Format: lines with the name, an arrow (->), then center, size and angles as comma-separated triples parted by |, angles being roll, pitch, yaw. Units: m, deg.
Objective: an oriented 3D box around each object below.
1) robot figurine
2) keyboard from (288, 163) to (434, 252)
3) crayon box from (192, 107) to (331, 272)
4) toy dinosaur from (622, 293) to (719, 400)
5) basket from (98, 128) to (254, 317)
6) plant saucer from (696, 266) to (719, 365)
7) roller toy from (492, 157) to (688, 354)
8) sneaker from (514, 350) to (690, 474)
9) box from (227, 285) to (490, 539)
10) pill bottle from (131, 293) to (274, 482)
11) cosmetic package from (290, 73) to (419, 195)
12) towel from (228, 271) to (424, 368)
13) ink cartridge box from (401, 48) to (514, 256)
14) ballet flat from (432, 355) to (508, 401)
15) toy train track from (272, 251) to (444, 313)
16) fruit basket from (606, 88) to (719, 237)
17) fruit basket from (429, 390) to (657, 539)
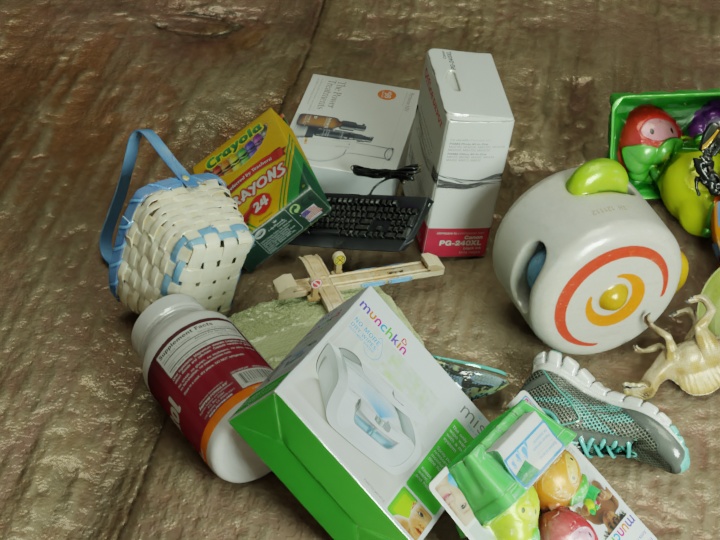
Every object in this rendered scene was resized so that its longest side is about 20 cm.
robot figurine -> 0.462, -0.086, 1.797 | 0.144, 0.201, 0.058 | -5, 3, -8
keyboard -> 0.001, -0.078, 1.805 | 0.200, 0.021, 0.127 | 5, 56, 41
crayon box -> -0.124, -0.107, 1.850 | 0.127, 0.051, 0.200 | -37, 43, 9
toy dinosaur -> 0.369, 0.082, 1.674 | 0.199, 0.058, 0.101 | -19, 73, 3
basket -> -0.217, -0.035, 1.723 | 0.139, 0.177, 0.200 | -16, 48, -43
plant saucer -> 0.472, 0.060, 1.713 | 0.199, 0.031, 0.200 | -4, 53, 5
roller toy -> 0.250, -0.005, 1.694 | 0.182, 0.200, 0.140 | -37, 45, 7
sneaker -> 0.241, 0.166, 1.592 | 0.200, 0.078, 0.091 | 28, 63, 32
box -> 0.005, 0.151, 1.495 | 0.200, 0.097, 0.176 | 49, 49, -6
pill bottle -> -0.151, 0.114, 1.588 | 0.113, 0.113, 0.200 | -22, 46, -26
cosmetic package -> -0.012, -0.167, 1.970 | 0.150, 0.052, 0.200 | 11, 41, 6
towel -> -0.045, 0.070, 1.703 | 0.200, 0.037, 0.148 | -20, 45, -24
ink cartridge box -> 0.112, -0.137, 1.819 | 0.083, 0.200, 0.145 | 1, 40, -11
ballet flat -> 0.055, 0.116, 1.634 | 0.199, 0.074, 0.074 | 15, 41, -3
toy train track -> 0.000, 0.000, 1.741 | 0.199, 0.033, 0.115 | -8, 39, -20
fruit basket -> 0.404, -0.139, 1.895 | 0.215, 0.156, 0.216 | -1, 23, 0
fruit basket -> 0.178, 0.227, 1.455 | 0.200, 0.094, 0.185 | 46, 46, 8
